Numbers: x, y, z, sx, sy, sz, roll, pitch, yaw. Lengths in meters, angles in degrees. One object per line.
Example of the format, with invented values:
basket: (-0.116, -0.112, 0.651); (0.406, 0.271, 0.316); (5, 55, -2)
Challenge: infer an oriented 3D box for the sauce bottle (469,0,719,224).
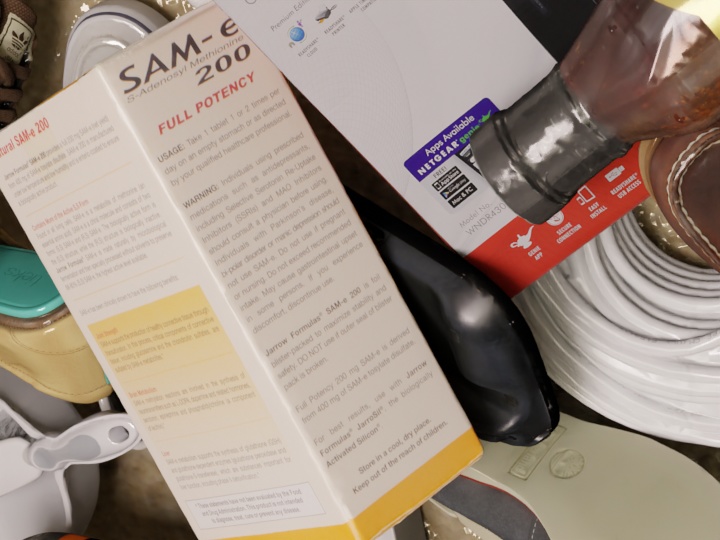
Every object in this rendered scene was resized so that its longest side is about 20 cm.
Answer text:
sauce bottle: (0.120, -0.090, 0.631); (0.200, 0.066, 0.066); (-40, 94, 21)

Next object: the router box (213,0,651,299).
router box: (0.069, -0.113, 0.687); (0.200, 0.049, 0.179); (-38, 112, 22)

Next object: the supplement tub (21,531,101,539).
supplement tub: (-0.094, 0.185, 0.837); (0.198, 0.123, 0.123); (9, 110, 11)

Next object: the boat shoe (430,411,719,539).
boat shoe: (0.091, 0.103, 0.811); (0.199, 0.071, 0.063); (28, 150, 35)

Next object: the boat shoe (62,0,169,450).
boat shoe: (-0.104, -0.018, 0.863); (0.071, 0.066, 0.202); (4, 109, 15)

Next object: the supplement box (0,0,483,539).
supplement box: (-0.053, 0.008, 0.751); (0.126, 0.073, 0.201); (-17, 104, 57)

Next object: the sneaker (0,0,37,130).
sneaker: (-0.176, -0.087, 0.819); (0.075, 0.070, 0.202); (-15, 70, 15)

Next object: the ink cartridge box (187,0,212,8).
ink cartridge box: (0.005, -0.192, 0.747); (0.068, 0.115, 0.200); (46, 113, -3)

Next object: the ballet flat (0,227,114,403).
ballet flat: (-0.177, 0.012, 0.865); (0.199, 0.069, 0.063); (24, 144, 45)

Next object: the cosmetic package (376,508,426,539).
cosmetic package: (-0.011, 0.140, 0.895); (0.082, 0.051, 0.202); (-7, 105, 16)

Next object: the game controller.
game controller: (0.000, 0.000, 0.793); (0.199, 0.042, 0.105); (32, 150, 36)

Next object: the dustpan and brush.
dustpan and brush: (-0.153, 0.084, 0.885); (0.199, 0.057, 0.140); (-22, 102, 38)

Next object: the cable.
cable: (0.142, -0.029, 0.786); (0.198, 0.069, 0.202); (3, 108, 14)

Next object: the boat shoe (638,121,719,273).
boat shoe: (0.189, 0.002, 0.693); (0.199, 0.071, 0.071); (27, 115, -22)
